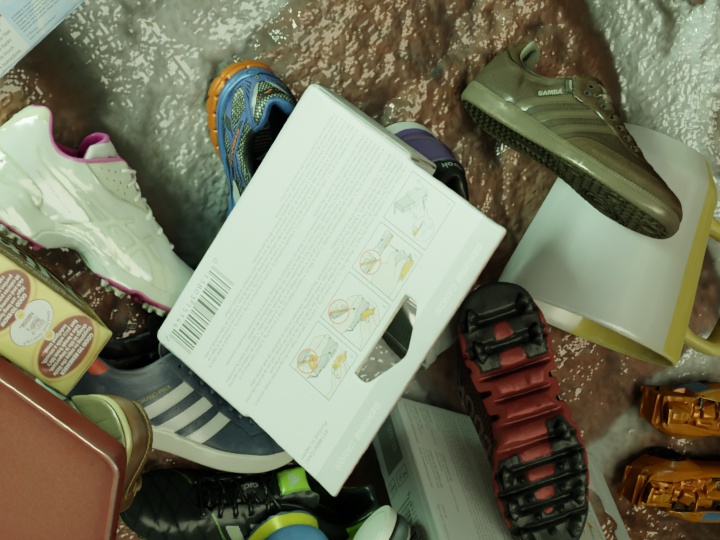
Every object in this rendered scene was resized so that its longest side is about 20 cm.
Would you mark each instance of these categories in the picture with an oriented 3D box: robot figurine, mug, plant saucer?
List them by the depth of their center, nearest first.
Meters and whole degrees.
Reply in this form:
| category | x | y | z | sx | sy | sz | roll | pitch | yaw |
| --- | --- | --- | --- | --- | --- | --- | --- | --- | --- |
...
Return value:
| category | x | y | z | sx | sy | sz | roll | pitch | yaw |
| --- | --- | --- | --- | --- | --- | --- | --- | --- | --- |
| plant saucer | -0.223 | 0.137 | 0.954 | 0.037 | 0.199 | 0.201 | -32 | 145 | -47 |
| mug | 0.207 | -0.020 | 1.159 | 0.186 | 0.149 | 0.154 | 30 | 81 | -54 |
| robot figurine | 0.319 | 0.157 | 1.287 | 0.199 | 0.058 | 0.146 | 6 | 102 | -25 |

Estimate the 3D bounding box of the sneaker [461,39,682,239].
| category | x | y | z | sx | sy | sz | roll | pitch | yaw |
| --- | --- | --- | --- | --- | --- | --- | --- | --- | --- |
| sneaker | 0.161 | -0.102 | 1.076 | 0.076 | 0.200 | 0.070 | -49 | 150 | -5 |

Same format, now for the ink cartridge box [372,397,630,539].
| category | x | y | z | sx | sy | sz | roll | pitch | yaw |
| --- | --- | --- | --- | --- | --- | --- | --- | --- | --- |
| ink cartridge box | 0.113 | 0.186 | 1.147 | 0.199 | 0.163 | 0.050 | 21 | 121 | -28 |

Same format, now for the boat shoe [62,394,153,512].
| category | x | y | z | sx | sy | sz | roll | pitch | yaw |
| --- | --- | --- | --- | --- | --- | --- | --- | --- | --- |
| boat shoe | -0.181 | 0.132 | 1.003 | 0.067 | 0.200 | 0.072 | -9 | 68 | -36 |

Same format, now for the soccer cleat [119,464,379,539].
| category | x | y | z | sx | sy | sz | roll | pitch | yaw |
| --- | --- | --- | --- | --- | --- | --- | --- | --- | --- |
| soccer cleat | -0.079 | 0.168 | 1.098 | 0.199 | 0.068 | 0.081 | 12 | 136 | -31 |

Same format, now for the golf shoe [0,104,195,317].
| category | x | y | z | sx | sy | sz | roll | pitch | yaw |
| --- | --- | --- | --- | --- | --- | --- | --- | --- | --- |
| golf shoe | -0.166 | -0.035 | 1.012 | 0.199 | 0.075 | 0.092 | 32 | 86 | -29 |

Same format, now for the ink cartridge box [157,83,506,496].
| category | x | y | z | sx | sy | sz | roll | pitch | yaw |
| --- | --- | --- | --- | --- | --- | --- | --- | --- | --- |
| ink cartridge box | -0.016 | 0.012 | 0.959 | 0.201 | 0.176 | 0.045 | -57 | 152 | 11 |

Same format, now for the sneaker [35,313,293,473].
| category | x | y | z | sx | sy | sz | roll | pitch | yaw |
| --- | --- | --- | --- | --- | --- | --- | --- | --- | --- |
| sneaker | -0.124 | 0.081 | 1.059 | 0.199 | 0.075 | 0.085 | 17 | 101 | -27 |

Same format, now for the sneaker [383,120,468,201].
| category | x | y | z | sx | sy | sz | roll | pitch | yaw |
| --- | --- | --- | --- | --- | --- | --- | --- | --- | --- |
| sneaker | 0.000 | 0.000 | 1.010 | 0.075 | 0.088 | 0.201 | 22 | 107 | -32 |

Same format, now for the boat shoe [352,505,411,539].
| category | x | y | z | sx | sy | sz | roll | pitch | yaw |
| --- | --- | --- | --- | --- | --- | --- | --- | --- | --- |
| boat shoe | 0.004 | 0.256 | 1.081 | 0.061 | 0.073 | 0.201 | 20 | 113 | -4 |

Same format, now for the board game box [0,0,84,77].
| category | x | y | z | sx | sy | sz | roll | pitch | yaw |
| --- | --- | --- | --- | --- | --- | --- | --- | --- | --- |
| board game box | -0.223 | -0.262 | 0.941 | 0.200 | 0.041 | 0.200 | -44 | 117 | -8 |

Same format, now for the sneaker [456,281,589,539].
| category | x | y | z | sx | sy | sz | roll | pitch | yaw |
| --- | --- | --- | --- | --- | --- | --- | --- | --- | --- |
| sneaker | 0.117 | 0.111 | 1.100 | 0.070 | 0.098 | 0.202 | -14 | 82 | -4 |

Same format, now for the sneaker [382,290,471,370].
| category | x | y | z | sx | sy | sz | roll | pitch | yaw |
| --- | --- | --- | --- | --- | --- | --- | --- | --- | --- |
| sneaker | 0.033 | -0.028 | 1.111 | 0.080 | 0.070 | 0.201 | -34 | 121 | -22 |

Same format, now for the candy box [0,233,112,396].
| category | x | y | z | sx | sy | sz | roll | pitch | yaw |
| --- | --- | --- | --- | --- | --- | --- | --- | --- | --- |
| candy box | -0.259 | -0.010 | 0.951 | 0.200 | 0.115 | 0.055 | 40 | 87 | -27 |

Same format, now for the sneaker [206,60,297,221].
| category | x | y | z | sx | sy | sz | roll | pitch | yaw |
| --- | --- | --- | --- | --- | --- | --- | --- | --- | --- |
| sneaker | -0.058 | -0.044 | 1.053 | 0.075 | 0.078 | 0.201 | -22 | 112 | -16 |

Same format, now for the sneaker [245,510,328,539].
| category | x | y | z | sx | sy | sz | roll | pitch | yaw |
| --- | --- | --- | --- | --- | --- | --- | --- | --- | --- |
| sneaker | -0.075 | 0.265 | 1.094 | 0.066 | 0.079 | 0.201 | 7 | 129 | -32 |
